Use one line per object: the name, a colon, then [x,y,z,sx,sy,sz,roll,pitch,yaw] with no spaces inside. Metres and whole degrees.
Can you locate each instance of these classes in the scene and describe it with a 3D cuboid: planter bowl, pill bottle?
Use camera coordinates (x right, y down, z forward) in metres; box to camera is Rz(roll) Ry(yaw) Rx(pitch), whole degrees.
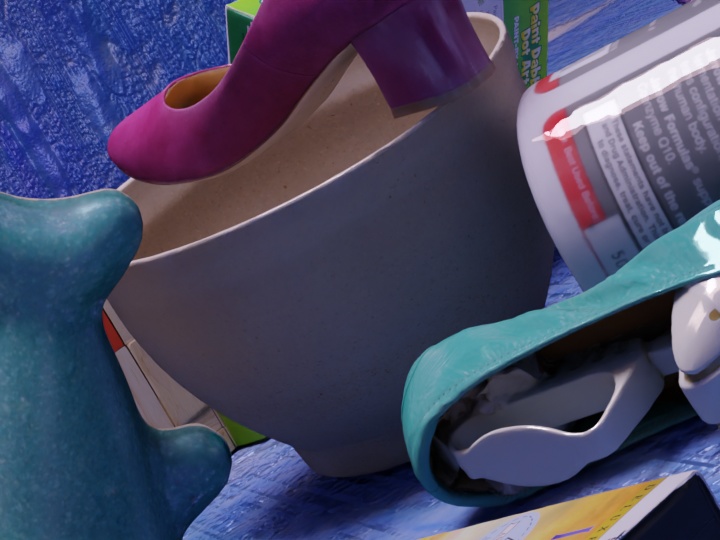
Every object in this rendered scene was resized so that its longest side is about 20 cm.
planter bowl: [0.000,0.000,0.946,0.200,0.135,0.200,-27,16,8]
pill bottle: [0.168,-0.059,0.822,0.200,0.114,0.114,-27,8,20]

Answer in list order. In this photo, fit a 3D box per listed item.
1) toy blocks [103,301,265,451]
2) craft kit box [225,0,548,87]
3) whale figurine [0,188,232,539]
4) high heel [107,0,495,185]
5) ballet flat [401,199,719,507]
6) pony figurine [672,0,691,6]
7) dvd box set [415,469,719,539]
toy blocks: [-0.111,0.037,1.154,0.200,0.137,0.100,-36,10,-39]
craft kit box: [0.019,-0.070,1.134,0.048,0.200,0.197,26,40,37]
whale figurine: [-0.122,0.071,0.808,0.159,0.200,0.104,5,18,-13]
high heel: [-0.044,-0.094,0.890,0.200,0.096,0.067,-10,25,46]
ballet flat: [0.098,0.031,0.746,0.200,0.067,0.070,-26,33,28]
pony figurine: [0.206,-0.144,1.188,0.200,0.167,0.193,-16,4,-43]
dvd box set: [-0.007,0.120,0.637,0.146,0.029,0.200,-37,10,-40]
